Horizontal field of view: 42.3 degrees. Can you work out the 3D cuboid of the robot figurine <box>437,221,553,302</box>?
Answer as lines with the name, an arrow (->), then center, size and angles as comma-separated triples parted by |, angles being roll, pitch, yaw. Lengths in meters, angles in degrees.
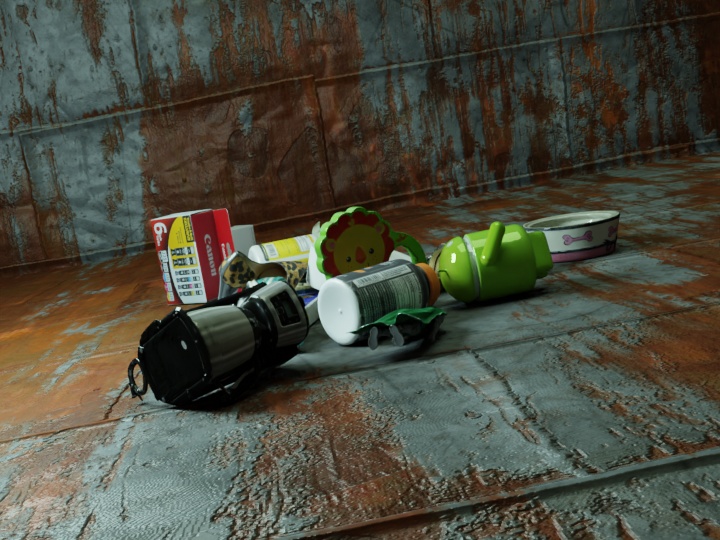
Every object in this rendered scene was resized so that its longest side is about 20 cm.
robot figurine -> 0.223, -0.010, 1.585 | 0.197, 0.118, 0.176 | -12, -14, -4

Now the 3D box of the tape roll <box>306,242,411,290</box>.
tape roll -> 0.000, 0.000, 1.738 | 0.199, 0.072, 0.203 | 9, 10, -2

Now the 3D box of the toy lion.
toy lion -> 0.021, -0.015, 1.583 | 0.197, 0.195, 0.068 | -12, 9, -24

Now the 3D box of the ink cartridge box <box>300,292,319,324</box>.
ink cartridge box -> -0.176, 0.086, 1.662 | 0.194, 0.048, 0.200 | -6, 11, 16

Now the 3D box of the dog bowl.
dog bowl -> 0.431, -0.069, 1.895 | 0.197, 0.075, 0.200 | -9, 8, 1

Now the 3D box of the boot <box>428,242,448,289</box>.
boot -> 0.240, -0.012, 1.759 | 0.197, 0.067, 0.175 | 2, 27, 23

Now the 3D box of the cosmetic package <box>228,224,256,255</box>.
cosmetic package -> -0.400, -0.064, 2.714 | 0.084, 0.109, 0.199 | -2, 12, 40

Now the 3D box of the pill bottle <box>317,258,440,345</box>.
pill bottle -> 0.037, 0.043, 1.479 | 0.198, 0.108, 0.105 | -16, 10, -40

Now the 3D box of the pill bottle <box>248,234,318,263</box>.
pill bottle -> -0.141, -0.016, 2.067 | 0.197, 0.114, 0.112 | -12, 8, -18

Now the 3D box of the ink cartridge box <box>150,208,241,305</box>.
ink cartridge box -> -0.373, -0.032, 2.124 | 0.173, 0.203, 0.083 | -5, 9, 35

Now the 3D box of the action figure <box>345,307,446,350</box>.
action figure -> 0.076, 0.080, 1.365 | 0.116, 0.056, 0.199 | -7, 2, 27

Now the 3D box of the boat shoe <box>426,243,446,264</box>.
boat shoe -> 0.173, -0.023, 1.905 | 0.198, 0.067, 0.071 | -15, 10, -31

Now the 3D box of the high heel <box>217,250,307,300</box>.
high heel -> -0.161, -0.006, 1.629 | 0.198, 0.144, 0.072 | -26, 60, -33

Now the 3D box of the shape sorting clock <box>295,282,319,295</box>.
shape sorting clock -> -0.129, 0.039, 1.838 | 0.196, 0.040, 0.200 | -3, -3, 0

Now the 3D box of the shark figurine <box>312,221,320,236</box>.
shark figurine -> -0.063, -0.078, 2.551 | 0.212, 0.090, 0.129 | -14, 39, 26

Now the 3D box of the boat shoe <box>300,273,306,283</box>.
boat shoe -> -0.061, 0.005, 1.957 | 0.196, 0.075, 0.068 | -10, 4, 3

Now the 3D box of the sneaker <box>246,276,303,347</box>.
sneaker -> -0.127, 0.060, 1.505 | 0.078, 0.079, 0.200 | -15, 31, -16

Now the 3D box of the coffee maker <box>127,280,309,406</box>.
coffee maker -> -0.197, 0.096, 1.293 | 0.190, 0.137, 0.199 | -3, 10, 42
